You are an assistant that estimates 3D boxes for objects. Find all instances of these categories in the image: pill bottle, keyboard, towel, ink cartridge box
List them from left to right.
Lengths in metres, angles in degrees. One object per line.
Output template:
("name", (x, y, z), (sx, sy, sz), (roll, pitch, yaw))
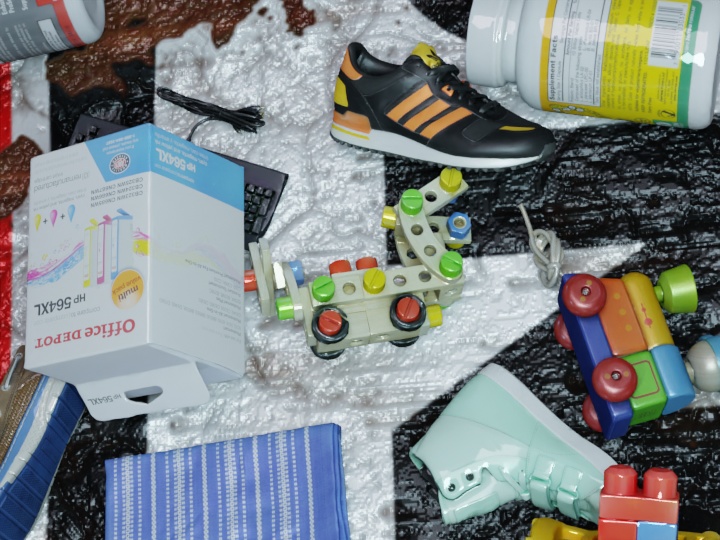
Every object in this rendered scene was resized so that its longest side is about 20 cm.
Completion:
("pill bottle", (-0.332, -0.235, 1.548), (0.198, 0.116, 0.117), (-12, 67, 6))
("ink cartridge box", (-0.175, 0.009, 1.395), (0.128, 0.125, 0.202), (-13, 69, 30))
("keyboard", (-0.154, -0.099, 1.513), (0.198, 0.021, 0.128), (17, 73, 15))
("towel", (-0.105, 0.195, 1.375), (0.198, 0.024, 0.146), (-10, 56, 8))
("pill bottle", (0.189, -0.180, 1.429), (0.198, 0.113, 0.114), (8, 71, 13))

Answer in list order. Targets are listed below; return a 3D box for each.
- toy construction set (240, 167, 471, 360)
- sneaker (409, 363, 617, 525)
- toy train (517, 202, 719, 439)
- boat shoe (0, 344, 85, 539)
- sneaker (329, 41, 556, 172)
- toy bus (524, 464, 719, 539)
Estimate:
("toy construction set", (0.000, 0.000, 1.406), (0.198, 0.092, 0.132), (-15, 67, 5))
("sneaker", (0.126, 0.171, 1.324), (0.118, 0.074, 0.200), (-42, 58, -14))
("toy train", (0.206, 0.020, 1.370), (0.115, 0.085, 0.202), (-14, 67, -6))
("boat shoe", (-0.285, 0.150, 1.420), (0.072, 0.072, 0.201), (15, 63, 21))
("sneaker", (0.064, -0.135, 1.425), (0.199, 0.070, 0.091), (11, 108, 29))
("toy bus", (0.163, 0.227, 1.227), (0.198, 0.136, 0.194), (-1, 98, 12))
